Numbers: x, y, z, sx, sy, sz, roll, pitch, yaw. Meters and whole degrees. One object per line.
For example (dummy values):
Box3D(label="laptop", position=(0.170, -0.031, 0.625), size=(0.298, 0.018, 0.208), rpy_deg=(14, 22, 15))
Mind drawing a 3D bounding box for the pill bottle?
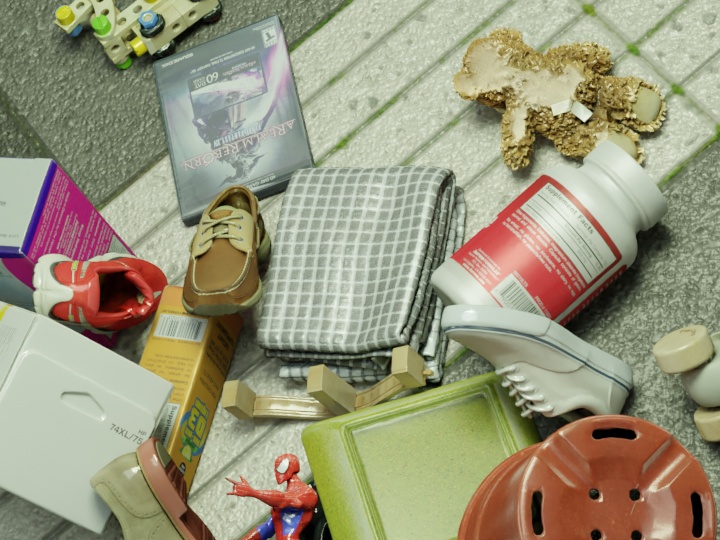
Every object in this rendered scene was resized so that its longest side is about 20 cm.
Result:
Box3D(label="pill bottle", position=(0.168, -0.017, 1.665), size=(0.200, 0.112, 0.112), rpy_deg=(-41, 56, -5))

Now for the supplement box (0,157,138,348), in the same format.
Box3D(label="supplement box", position=(-0.301, -0.015, 1.790), size=(0.100, 0.200, 0.104), rpy_deg=(4, 63, 22))

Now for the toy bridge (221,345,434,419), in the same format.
Box3D(label="toy bridge", position=(-0.023, 0.108, 1.693), size=(0.199, 0.067, 0.027), rpy_deg=(-12, 57, 27))

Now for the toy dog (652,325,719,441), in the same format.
Box3D(label="toy dog", position=(0.343, 0.065, 1.568), size=(0.198, 0.133, 0.096), rpy_deg=(-2, 23, 15))

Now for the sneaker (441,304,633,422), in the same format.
Box3D(label="sneaker", position=(0.148, 0.085, 1.577), size=(0.073, 0.199, 0.071), rpy_deg=(-14, 58, 55))

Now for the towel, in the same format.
Box3D(label="towel", position=(0.000, 0.000, 1.736), size=(0.164, 0.086, 0.202), rpy_deg=(1, 63, 22))

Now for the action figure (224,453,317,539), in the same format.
Box3D(label="action figure", position=(-0.082, 0.249, 1.608), size=(0.098, 0.065, 0.202), rpy_deg=(10, 66, -22))

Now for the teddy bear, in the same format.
Box3D(label="teddy bear", position=(0.185, -0.154, 1.771), size=(0.198, 0.067, 0.146), rpy_deg=(7, 75, 17))

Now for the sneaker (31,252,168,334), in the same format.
Box3D(label="sneaker", position=(-0.221, 0.025, 1.747), size=(0.084, 0.200, 0.078), rpy_deg=(5, 93, 22))

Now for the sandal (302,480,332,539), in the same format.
Box3D(label="sandal", position=(0.002, 0.251, 1.619), size=(0.075, 0.048, 0.201), rpy_deg=(-30, 56, 3))

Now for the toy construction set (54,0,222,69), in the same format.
Box3D(label="toy construction set", position=(-0.221, -0.294, 1.985), size=(0.200, 0.092, 0.131), rpy_deg=(-46, 56, 5))

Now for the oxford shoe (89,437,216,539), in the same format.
Box3D(label="oxford shoe", position=(-0.162, 0.241, 1.621), size=(0.074, 0.070, 0.201), rpy_deg=(-24, 101, 2))

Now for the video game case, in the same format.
Box3D(label="video game case", position=(-0.128, -0.152, 1.909), size=(0.142, 0.019, 0.201), rpy_deg=(-20, 57, 10))

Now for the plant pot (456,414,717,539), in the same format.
Box3D(label="plant pot", position=(0.180, 0.204, 1.452), size=(0.199, 0.195, 0.203), rpy_deg=(1, 71, -3))

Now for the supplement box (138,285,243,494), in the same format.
Box3D(label="supplement box", position=(-0.171, 0.118, 1.748), size=(0.068, 0.067, 0.201), rpy_deg=(8, 66, 22))

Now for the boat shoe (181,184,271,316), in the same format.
Box3D(label="boat shoe", position=(-0.126, -0.021, 1.744), size=(0.075, 0.075, 0.200), rpy_deg=(-5, 22, 4))

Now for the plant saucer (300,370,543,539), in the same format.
Box3D(label="plant saucer", position=(0.066, 0.179, 1.603), size=(0.198, 0.048, 0.201), rpy_deg=(-16, 57, -6))

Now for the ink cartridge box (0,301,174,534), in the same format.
Box3D(label="ink cartridge box", position=(-0.287, 0.122, 1.682), size=(0.200, 0.146, 0.147), rpy_deg=(9, 71, 62))
